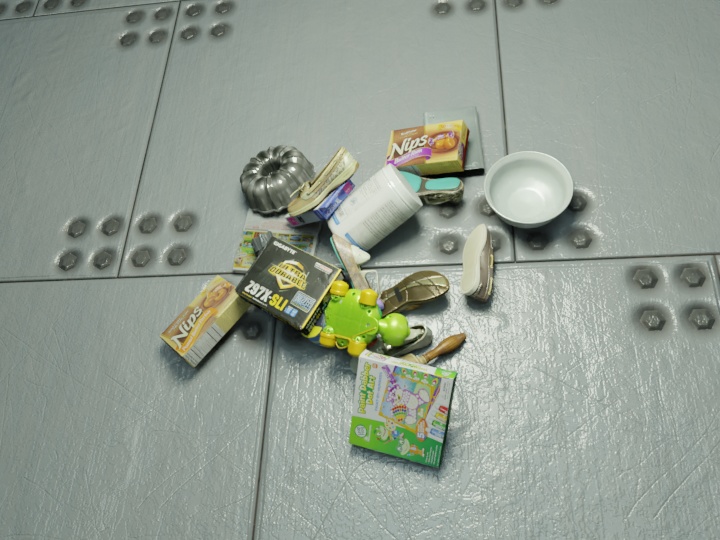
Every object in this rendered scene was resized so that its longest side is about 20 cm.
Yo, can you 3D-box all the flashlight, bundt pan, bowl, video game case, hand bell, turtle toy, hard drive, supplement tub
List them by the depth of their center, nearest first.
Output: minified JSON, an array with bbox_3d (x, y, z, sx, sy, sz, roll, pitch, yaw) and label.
[{"bbox_3d":[0.009,0.109,1.417,0.199,0.101,0.146,15,93,30],"label":"turtle toy"},{"bbox_3d":[0.147,0.189,1.439,0.199,0.104,0.104,-26,61,-19],"label":"hand bell"},{"bbox_3d":[0.031,-0.139,1.558,0.200,0.132,0.132,-37,61,14],"label":"supplement tub"},{"bbox_3d":[0.391,-0.173,1.565,0.200,0.090,0.202,-4,62,8],"label":"bowl"},{"bbox_3d":[-0.195,0.003,1.573,0.067,0.068,0.201,-16,72,-21],"label":"flashlight"},{"bbox_3d":[-0.203,-0.071,1.658,0.199,0.023,0.183,5,64,12],"label":"video game case"},{"bbox_3d":[-0.219,-0.243,1.691,0.201,0.076,0.203,-12,49,14],"label":"bundt pan"},{"bbox_3d":[0.237,-0.327,1.705,0.139,0.033,0.201,-5,62,7],"label":"hard drive"}]

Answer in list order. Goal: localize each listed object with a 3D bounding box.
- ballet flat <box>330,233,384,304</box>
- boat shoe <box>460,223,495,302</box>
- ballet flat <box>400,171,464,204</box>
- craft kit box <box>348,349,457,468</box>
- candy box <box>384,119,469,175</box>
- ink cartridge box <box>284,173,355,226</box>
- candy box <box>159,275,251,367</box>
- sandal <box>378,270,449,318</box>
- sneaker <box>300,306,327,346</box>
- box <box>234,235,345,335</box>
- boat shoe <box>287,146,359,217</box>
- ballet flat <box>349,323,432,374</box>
[{"bbox_3d":[0.000,0.000,1.498,0.067,0.068,0.201,-23,95,10],"label":"ballet flat"},{"bbox_3d":[0.275,-0.018,1.522,0.059,0.072,0.201,30,50,-20],"label":"boat shoe"},{"bbox_3d":[0.155,-0.194,1.627,0.199,0.075,0.068,8,53,17],"label":"ballet flat"},{"bbox_3d":[0.083,0.279,1.347,0.197,0.048,0.201,12,106,19],"label":"craft kit box"},{"bbox_3d":[0.164,-0.300,1.654,0.199,0.056,0.117,-1,66,30],"label":"candy box"},{"bbox_3d":[-0.091,-0.165,1.586,0.119,0.042,0.200,-52,21,-25],"label":"ink cartridge box"},{"bbox_3d":[-0.360,0.115,1.553,0.115,0.055,0.200,26,69,44],"label":"candy box"},{"bbox_3d":[0.110,0.061,1.520,0.199,0.054,0.081,-26,55,13],"label":"sandal"},{"bbox_3d":[-0.082,0.085,1.530,0.074,0.082,0.201,-8,50,30],"label":"sneaker"},{"bbox_3d":[-0.158,0.031,1.487,0.199,0.049,0.160,27,76,24],"label":"box"},{"bbox_3d":[-0.096,-0.201,1.524,0.200,0.063,0.073,-39,21,7],"label":"boat shoe"},{"bbox_3d":[0.064,0.165,1.463,0.199,0.070,0.070,-23,61,-2],"label":"ballet flat"}]
